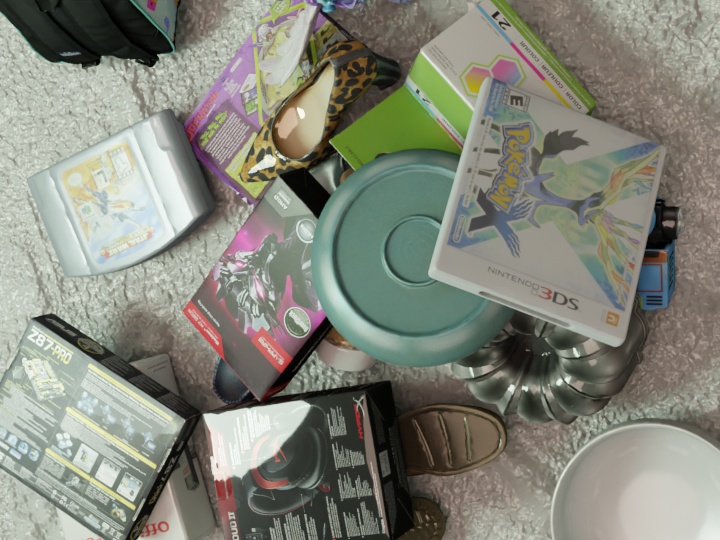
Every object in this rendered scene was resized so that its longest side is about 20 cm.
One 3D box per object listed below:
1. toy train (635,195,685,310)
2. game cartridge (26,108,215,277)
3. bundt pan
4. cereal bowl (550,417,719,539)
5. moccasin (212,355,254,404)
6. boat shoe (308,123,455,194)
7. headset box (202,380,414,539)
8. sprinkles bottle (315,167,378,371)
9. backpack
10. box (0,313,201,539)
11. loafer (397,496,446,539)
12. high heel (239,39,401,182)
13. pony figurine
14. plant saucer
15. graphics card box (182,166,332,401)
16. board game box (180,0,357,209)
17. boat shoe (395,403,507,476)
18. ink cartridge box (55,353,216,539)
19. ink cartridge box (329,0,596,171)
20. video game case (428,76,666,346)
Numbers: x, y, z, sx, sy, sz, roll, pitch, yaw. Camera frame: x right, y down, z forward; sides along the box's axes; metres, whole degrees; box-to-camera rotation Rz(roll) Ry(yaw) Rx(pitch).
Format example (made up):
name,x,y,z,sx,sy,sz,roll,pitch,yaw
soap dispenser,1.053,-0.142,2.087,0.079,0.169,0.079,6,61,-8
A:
name,x,y,z,sx,sy,sz,roll,pitch,yaw
toy train,0.208,-0.022,1.402,0.198,0.087,0.115,1,103,17
game cartridge,-0.252,-0.071,1.549,0.199,0.041,0.134,-23,87,27
bundt pan,0.163,0.066,1.380,0.200,0.076,0.203,14,132,15
cereal bowl,0.283,0.236,1.409,0.198,0.083,0.202,2,97,17
moccasin,-0.105,0.051,1.515,0.080,0.068,0.201,28,106,12
boat shoe,0.012,-0.102,1.460,0.198,0.066,0.075,-13,94,19
headset box,-0.060,0.197,1.450,0.199,0.075,0.150,-11,90,22
sprinkles bottle,0.000,0.000,1.444,0.068,0.068,0.201,18,122,15
backpack,-0.279,-0.298,1.459,0.174,0.200,0.155,3,82,19
box,-0.283,0.163,1.509,0.199,0.049,0.162,31,105,12
loafer,-0.004,0.291,1.518,0.199,0.067,0.076,-28,92,3
high heel,-0.061,-0.149,1.408,0.199,0.142,0.072,-37,80,16
pony figurine,-0.034,-0.280,1.392,0.198,0.193,0.168,-13,84,-17
plant saucer,0.052,-0.015,1.316,0.198,0.027,0.202,-1,79,7
graphics card box,-0.076,0.015,1.416,0.126,0.051,0.200,48,122,13
board game box,-0.087,-0.175,1.503,0.120,0.032,0.200,41,106,5
boat shoe,0.057,0.170,1.481,0.198,0.068,0.073,-10,89,21
ink cartridge box,-0.254,0.205,1.573,0.145,0.085,0.202,-15,90,18
ink cartridge box,0.095,-0.137,1.371,0.200,0.076,0.148,-39,83,-21
video game case,0.169,-0.054,1.303,0.181,0.022,0.201,20,66,-7
